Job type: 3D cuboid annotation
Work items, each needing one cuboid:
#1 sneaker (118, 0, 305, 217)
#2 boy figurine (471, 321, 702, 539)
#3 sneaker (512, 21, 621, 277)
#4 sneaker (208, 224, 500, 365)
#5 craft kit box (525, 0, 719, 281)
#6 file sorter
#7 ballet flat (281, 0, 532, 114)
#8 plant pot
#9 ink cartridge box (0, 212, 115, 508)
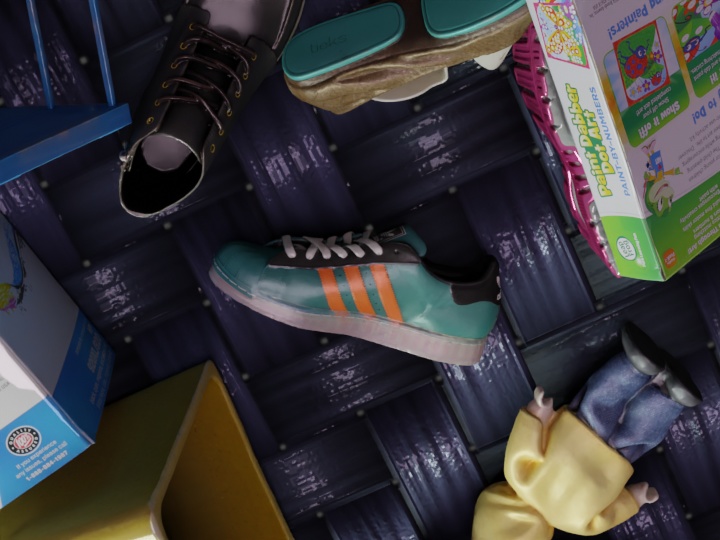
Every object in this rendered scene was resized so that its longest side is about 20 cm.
[{"bbox_3d":[-0.087,-0.126,0.937,0.074,0.106,0.201,24,109,-11],"label":"sneaker"},{"bbox_3d":[0.156,0.138,1.075,0.124,0.065,0.201,34,108,-15],"label":"boy figurine"},{"bbox_3d":[0.162,-0.101,0.976,0.087,0.081,0.201,-25,114,1],"label":"sneaker"},{"bbox_3d":[0.000,0.000,1.015,0.198,0.071,0.081,14,107,-13],"label":"sneaker"},{"bbox_3d":[0.205,-0.129,0.921,0.199,0.048,0.199,-34,111,-29],"label":"craft kit box"},{"bbox_3d":[-0.262,-0.124,0.880,0.198,0.139,0.124,1,109,26],"label":"file sorter"},{"bbox_3d":[0.047,-0.145,0.945,0.198,0.069,0.072,-21,145,23],"label":"ballet flat"},{"bbox_3d":[-0.171,0.212,1.033,0.198,0.195,0.197,-16,112,14],"label":"plant pot"},{"bbox_3d":[-0.281,0.046,0.979,0.146,0.145,0.201,-33,110,10],"label":"ink cartridge box"}]
